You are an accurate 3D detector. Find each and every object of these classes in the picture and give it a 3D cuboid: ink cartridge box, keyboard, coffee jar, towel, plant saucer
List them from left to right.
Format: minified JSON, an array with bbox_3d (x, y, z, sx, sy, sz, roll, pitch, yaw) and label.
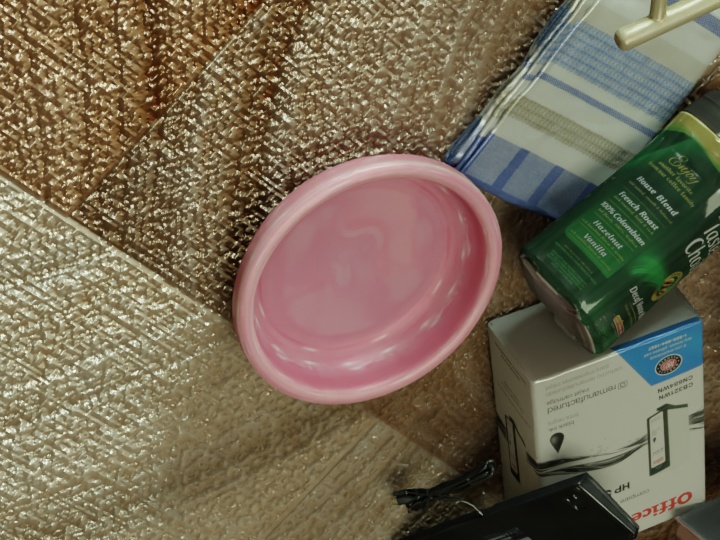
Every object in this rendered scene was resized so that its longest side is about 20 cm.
[{"bbox_3d":[0.000,0.000,1.612,0.200,0.051,0.201,-14,128,-18],"label":"plant saucer"},{"bbox_3d":[0.103,0.188,1.751,0.200,0.021,0.127,-25,124,40],"label":"keyboard"},{"bbox_3d":[0.164,-0.127,1.624,0.147,0.024,0.200,22,113,-40],"label":"towel"},{"bbox_3d":[0.185,0.113,1.768,0.146,0.084,0.200,-20,130,-13],"label":"ink cartridge box"},{"bbox_3d":[0.214,-0.037,1.656,0.200,0.085,0.104,-41,155,-5],"label":"coffee jar"}]

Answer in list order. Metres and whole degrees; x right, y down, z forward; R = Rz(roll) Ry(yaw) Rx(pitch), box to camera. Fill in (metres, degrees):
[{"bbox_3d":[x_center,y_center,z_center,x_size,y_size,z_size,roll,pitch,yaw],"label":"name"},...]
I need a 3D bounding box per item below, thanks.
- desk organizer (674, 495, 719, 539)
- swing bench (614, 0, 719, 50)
[{"bbox_3d":[0.337,0.213,1.850,0.200,0.072,0.077,-20,135,-35],"label":"desk organizer"},{"bbox_3d":[0.211,-0.251,1.440,0.199,0.199,0.130,-11,127,-21],"label":"swing bench"}]
